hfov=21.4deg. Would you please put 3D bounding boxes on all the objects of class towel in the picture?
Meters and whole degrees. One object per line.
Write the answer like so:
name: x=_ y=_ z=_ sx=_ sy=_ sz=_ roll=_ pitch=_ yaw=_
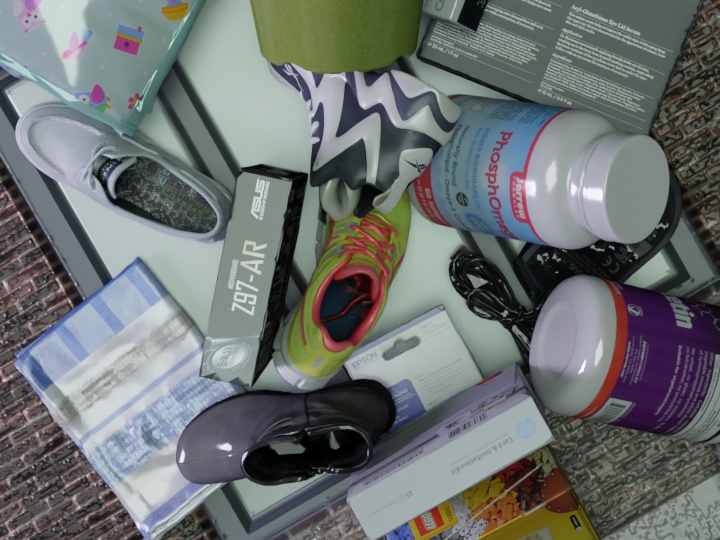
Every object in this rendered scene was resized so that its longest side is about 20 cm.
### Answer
towel: x=-0.181 y=0.110 z=1.610 sx=0.147 sy=0.024 sz=0.200 roll=-37 pitch=92 yaw=3

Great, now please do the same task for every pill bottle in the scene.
pill bottle: x=0.243 y=0.075 z=1.532 sx=0.199 sy=0.112 sz=0.113 roll=12 pitch=95 yaw=-22
pill bottle: x=0.138 y=-0.076 z=1.495 sx=0.199 sy=0.108 sz=0.110 roll=12 pitch=96 yaw=44

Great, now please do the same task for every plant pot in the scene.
plant pot: x=-0.019 y=-0.254 z=1.426 sx=0.198 sy=0.200 sz=0.191 roll=0 pitch=112 yaw=2

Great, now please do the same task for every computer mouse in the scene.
computer mouse: x=0.181 y=-0.021 z=1.579 sx=0.138 sy=0.053 sz=0.200 roll=45 pitch=106 yaw=-3

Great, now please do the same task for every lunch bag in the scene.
lunch bag: x=-0.227 y=-0.225 z=1.540 sx=0.199 sy=0.122 sz=0.171 roll=30 pitch=94 yaw=5

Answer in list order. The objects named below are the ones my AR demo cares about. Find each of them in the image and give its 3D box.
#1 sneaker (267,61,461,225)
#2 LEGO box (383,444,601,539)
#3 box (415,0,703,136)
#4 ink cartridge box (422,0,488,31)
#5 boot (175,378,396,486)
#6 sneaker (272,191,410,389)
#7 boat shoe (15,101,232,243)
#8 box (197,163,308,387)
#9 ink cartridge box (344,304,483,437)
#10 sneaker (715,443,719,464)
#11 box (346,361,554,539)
sneaker: x=-0.023 y=-0.105 z=1.519 sx=0.198 sy=0.079 sz=0.130 roll=26 pitch=86 yaw=34
LEGO box: x=0.122 y=0.240 z=1.531 sx=0.148 sy=0.077 sz=0.201 roll=-28 pitch=131 yaw=3
box: x=0.162 y=-0.201 z=1.550 sx=0.199 sy=0.079 sz=0.142 roll=22 pitch=97 yaw=1
ink cartridge box: x=0.033 y=-0.264 z=1.532 sx=0.199 sy=0.039 sz=0.100 roll=27 pitch=98 yaw=43
boot: x=-0.075 y=0.138 z=1.519 sx=0.199 sy=0.132 sz=0.070 roll=-19 pitch=97 yaw=17
sneaker: x=0.000 y=0.000 z=1.537 sx=0.078 sy=0.090 sz=0.201 roll=26 pitch=66 yaw=-13
boat shoe: x=-0.194 y=-0.083 z=1.572 sx=0.200 sy=0.072 sz=0.070 roll=26 pitch=94 yaw=0
box: x=-0.081 y=-0.001 z=1.511 sx=0.043 sy=0.200 sz=0.162 roll=12 pitch=95 yaw=1
ink cartridge box: x=0.072 y=0.136 z=1.589 sx=0.099 sy=0.039 sz=0.201 roll=-26 pitch=94 yaw=3
sneaker: x=0.401 y=0.172 z=1.572 sx=0.199 sy=0.073 sz=0.113 roll=-13 pitch=98 yaw=17
box: x=0.067 y=0.135 z=1.462 sx=0.155 sy=0.200 sz=0.041 roll=-30 pitch=94 yaw=3
